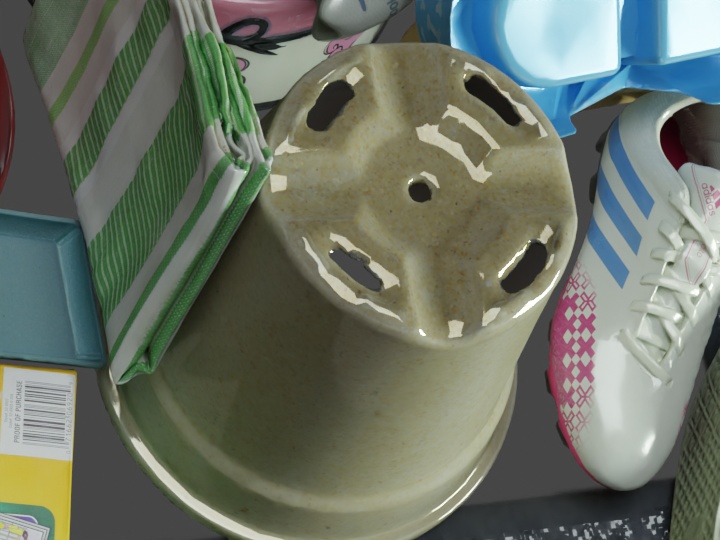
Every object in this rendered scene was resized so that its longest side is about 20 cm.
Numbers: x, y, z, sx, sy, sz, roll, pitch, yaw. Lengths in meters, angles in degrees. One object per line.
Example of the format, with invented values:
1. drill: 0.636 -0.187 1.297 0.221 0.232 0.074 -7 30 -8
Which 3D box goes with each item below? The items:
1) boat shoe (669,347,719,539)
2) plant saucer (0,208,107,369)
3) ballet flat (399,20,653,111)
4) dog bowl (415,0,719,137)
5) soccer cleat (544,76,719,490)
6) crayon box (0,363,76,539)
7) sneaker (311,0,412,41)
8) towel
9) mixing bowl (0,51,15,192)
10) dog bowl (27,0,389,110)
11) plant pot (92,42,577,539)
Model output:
1. boat shoe: 0.182 0.102 1.331 0.062 0.075 0.201 18 68 -15
2. plant saucer: -0.189 0.003 1.223 0.200 0.019 0.070 9 63 -48
3. ballet flat: 0.117 -0.112 1.406 0.199 0.063 0.069 -3 70 -18
4. dog bowl: 0.112 -0.126 1.312 0.199 0.050 0.112 -13 111 -29
5. soccer cleat: 0.136 0.000 1.344 0.070 0.086 0.201 23 61 -27
6. crayon box: -0.182 0.135 1.206 0.118 0.058 0.201 7 66 -15
7. sneaker: -0.041 -0.189 1.304 0.087 0.075 0.200 -40 83 -23
8. towel: -0.097 -0.072 1.242 0.023 0.153 0.200 1 51 -29
9. mixing bowl: -0.238 -0.094 1.260 0.199 0.108 0.201 7 65 -14
10. dog bowl: -0.065 -0.179 1.372 0.199 0.074 0.201 7 66 -16
11. plant pot: 0.000 0.000 1.252 0.200 0.184 0.201 6 66 -14
